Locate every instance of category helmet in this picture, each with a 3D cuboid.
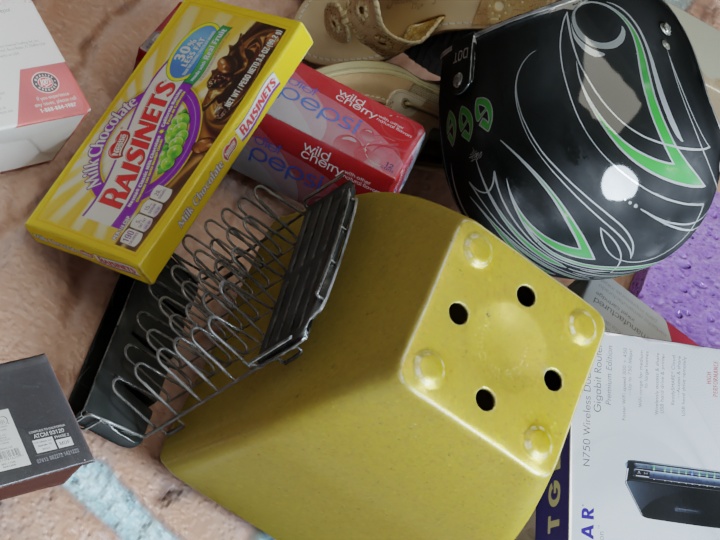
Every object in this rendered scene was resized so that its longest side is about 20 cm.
[{"bbox_3d":[0.155,-0.086,1.292,0.200,0.200,0.191,-17,88,-43],"label":"helmet"}]

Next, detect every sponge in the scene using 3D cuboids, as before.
[{"bbox_3d":[0.278,0.013,1.500,0.111,0.030,0.200,36,45,-9],"label":"sponge"}]

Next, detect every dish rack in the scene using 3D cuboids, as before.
[{"bbox_3d":[-0.086,0.017,1.114,0.055,0.200,0.154,38,43,-24],"label":"dish rack"}]

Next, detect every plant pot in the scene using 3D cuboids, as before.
[{"bbox_3d":[0.035,0.067,1.118,0.194,0.200,0.196,35,59,-19],"label":"plant pot"}]

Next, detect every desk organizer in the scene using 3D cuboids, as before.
[{"bbox_3d":[-0.256,0.112,1.000,0.200,0.077,0.072,-13,67,-41],"label":"desk organizer"}]

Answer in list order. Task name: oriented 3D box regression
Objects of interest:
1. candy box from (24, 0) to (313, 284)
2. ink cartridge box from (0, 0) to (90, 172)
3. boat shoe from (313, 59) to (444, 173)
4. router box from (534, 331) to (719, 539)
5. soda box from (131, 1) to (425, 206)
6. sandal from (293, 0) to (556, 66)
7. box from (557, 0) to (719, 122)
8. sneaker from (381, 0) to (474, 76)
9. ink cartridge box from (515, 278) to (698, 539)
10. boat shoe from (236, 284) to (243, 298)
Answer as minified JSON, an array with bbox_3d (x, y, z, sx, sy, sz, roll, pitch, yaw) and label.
[{"bbox_3d":[-0.123,-0.089,1.187,0.200,0.102,0.026,-58,144,-20],"label":"candy box"},{"bbox_3d":[-0.277,-0.159,1.191,0.116,0.067,0.200,-17,72,-43],"label":"ink cartridge box"},{"bbox_3d":[0.026,-0.108,1.374,0.200,0.071,0.065,2,57,-37],"label":"boat shoe"},{"bbox_3d":[0.204,0.149,1.203,0.179,0.049,0.200,9,73,-21],"label":"router box"},{"bbox_3d":[-0.060,-0.105,1.279,0.200,0.063,0.070,27,44,4],"label":"soda box"},{"bbox_3d":[0.033,-0.198,1.346,0.070,0.211,0.078,1,84,-68],"label":"sandal"},{"bbox_3d":[0.252,-0.169,1.570,0.200,0.095,0.078,24,48,-19],"label":"box"},{"bbox_3d":[0.042,-0.210,1.428,0.200,0.070,0.082,41,17,24],"label":"sneaker"},{"bbox_3d":[0.174,0.118,1.307,0.148,0.086,0.200,37,43,-9],"label":"ink cartridge box"},{"bbox_3d":[0.000,0.000,1.281,0.200,0.063,0.073,-20,73,-43],"label":"boat shoe"}]
